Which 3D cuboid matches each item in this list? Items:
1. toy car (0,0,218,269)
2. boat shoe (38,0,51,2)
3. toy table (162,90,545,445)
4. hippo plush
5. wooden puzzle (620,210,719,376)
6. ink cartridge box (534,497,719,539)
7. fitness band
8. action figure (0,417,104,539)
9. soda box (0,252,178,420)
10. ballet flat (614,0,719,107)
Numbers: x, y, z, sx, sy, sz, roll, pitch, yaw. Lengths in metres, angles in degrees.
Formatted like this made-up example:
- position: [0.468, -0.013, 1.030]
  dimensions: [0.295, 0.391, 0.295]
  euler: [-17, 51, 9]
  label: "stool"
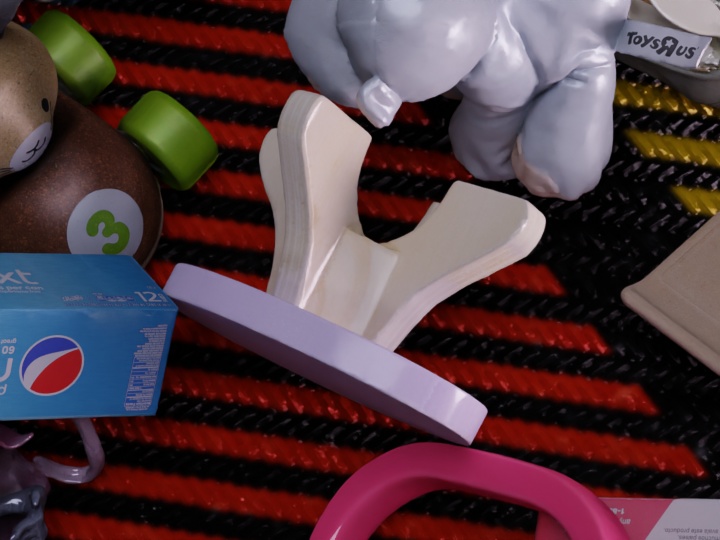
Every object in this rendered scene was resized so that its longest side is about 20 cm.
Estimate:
- position: [-0.185, -0.073, 1.057]
  dimensions: [0.158, 0.200, 0.164]
  euler: [38, 77, 16]
  label: "toy car"
- position: [-0.187, -0.198, 1.171]
  dimensions: [0.202, 0.075, 0.086]
  euler: [31, 75, 17]
  label: "boat shoe"
- position: [0.000, 0.000, 1.040]
  dimensions: [0.200, 0.184, 0.117]
  euler: [22, 81, 29]
  label: "toy table"
- position: [0.053, -0.106, 1.047]
  dimensions: [0.160, 0.200, 0.160]
  euler: [-13, 104, -35]
  label: "hippo plush"
- position: [0.264, 0.002, 1.058]
  dimensions: [0.200, 0.037, 0.185]
  euler: [-38, 44, -11]
  label: "wooden puzzle"
- position: [0.151, 0.214, 0.963]
  dimensions: [0.144, 0.084, 0.201]
  euler: [-3, 67, 35]
  label: "ink cartridge box"
- position: [0.049, 0.160, 0.994]
  dimensions: [0.200, 0.037, 0.144]
  euler: [10, 74, 46]
  label: "fitness band"
- position: [-0.256, 0.075, 1.052]
  dimensions: [0.200, 0.134, 0.149]
  euler: [25, 50, 28]
  label: "action figure"
- position: [-0.197, 0.032, 1.008]
  dimensions: [0.199, 0.064, 0.068]
  euler: [1, 25, -31]
  label: "soda box"
- position: [0.138, -0.155, 1.137]
  dimensions: [0.200, 0.064, 0.068]
  euler: [26, 74, 13]
  label: "ballet flat"
